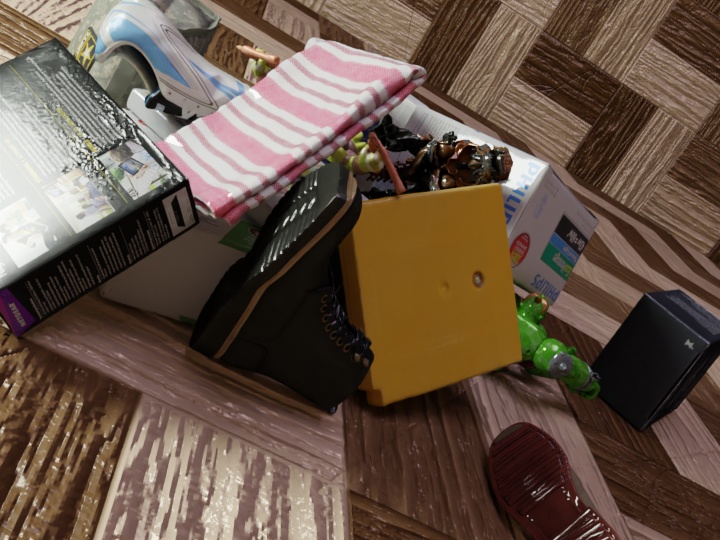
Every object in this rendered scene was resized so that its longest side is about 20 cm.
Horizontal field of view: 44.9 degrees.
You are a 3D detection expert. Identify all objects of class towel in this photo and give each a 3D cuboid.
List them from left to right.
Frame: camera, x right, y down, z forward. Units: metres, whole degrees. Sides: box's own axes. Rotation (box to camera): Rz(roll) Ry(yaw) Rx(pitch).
[{"bbox_3d":[-0.061,-0.117,0.668,0.146,0.199,0.030,32,-26,50],"label":"towel"}]

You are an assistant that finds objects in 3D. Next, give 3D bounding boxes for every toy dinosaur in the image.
[{"bbox_3d":[0.069,-0.102,0.930,0.134,0.199,0.104,-6,74,-36],"label":"toy dinosaur"}]

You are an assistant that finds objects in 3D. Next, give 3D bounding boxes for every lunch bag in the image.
[{"bbox_3d":[-0.240,-0.214,0.906,0.117,0.165,0.201,33,18,-14],"label":"lunch bag"}]

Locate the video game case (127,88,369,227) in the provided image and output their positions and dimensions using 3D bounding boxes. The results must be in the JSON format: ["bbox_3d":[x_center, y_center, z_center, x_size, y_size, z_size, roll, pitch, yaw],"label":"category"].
[{"bbox_3d":[-0.094,-0.103,0.821,0.199,0.023,0.181,40,22,24],"label":"video game case"}]

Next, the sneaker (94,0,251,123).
[{"bbox_3d":[-0.141,-0.151,0.762,0.199,0.073,0.072,37,-11,-18],"label":"sneaker"}]

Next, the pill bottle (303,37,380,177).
[{"bbox_3d":[-0.046,-0.149,0.993,0.109,0.203,0.111,22,18,-8],"label":"pill bottle"}]

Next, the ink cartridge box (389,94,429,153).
[{"bbox_3d":[0.071,-0.155,1.269,0.199,0.162,0.050,37,23,13],"label":"ink cartridge box"}]

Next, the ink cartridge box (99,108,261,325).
[{"bbox_3d":[-0.152,-0.044,0.760,0.143,0.085,0.201,20,23,-30],"label":"ink cartridge box"}]

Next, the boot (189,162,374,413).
[{"bbox_3d":[-0.023,0.021,0.647,0.137,0.200,0.078,31,43,-18],"label":"boot"}]

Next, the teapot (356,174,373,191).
[{"bbox_3d":[-0.050,-0.183,1.172,0.201,0.143,0.201,73,9,-60],"label":"teapot"}]

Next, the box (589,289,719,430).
[{"bbox_3d":[0.411,0.116,1.188,0.104,0.149,0.199,42,20,26],"label":"box"}]

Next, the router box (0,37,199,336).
[{"bbox_3d":[-0.231,-0.070,0.623,0.148,0.052,0.200,-33,59,-22],"label":"router box"}]

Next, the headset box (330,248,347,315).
[{"bbox_3d":[0.000,0.000,0.890,0.198,0.094,0.175,17,24,-37],"label":"headset box"}]

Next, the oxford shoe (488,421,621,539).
[{"bbox_3d":[0.166,0.208,0.733,0.075,0.070,0.201,53,6,-30],"label":"oxford shoe"}]

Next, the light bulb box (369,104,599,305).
[{"bbox_3d":[0.153,-0.076,1.053,0.199,0.126,0.197,32,3,35],"label":"light bulb box"}]

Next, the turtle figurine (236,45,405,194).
[{"bbox_3d":[-0.035,-0.129,0.825,0.199,0.065,0.161,39,9,4],"label":"turtle figurine"}]

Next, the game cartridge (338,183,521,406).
[{"bbox_3d":[0.067,0.017,0.806,0.197,0.180,0.032,-10,4,-38],"label":"game cartridge"}]

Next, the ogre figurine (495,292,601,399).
[{"bbox_3d":[0.189,0.079,1.015,0.202,0.097,0.120,57,8,17],"label":"ogre figurine"}]
